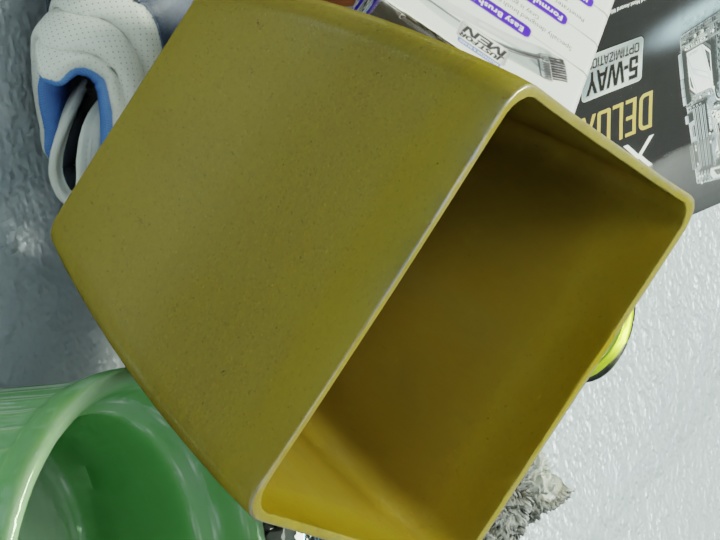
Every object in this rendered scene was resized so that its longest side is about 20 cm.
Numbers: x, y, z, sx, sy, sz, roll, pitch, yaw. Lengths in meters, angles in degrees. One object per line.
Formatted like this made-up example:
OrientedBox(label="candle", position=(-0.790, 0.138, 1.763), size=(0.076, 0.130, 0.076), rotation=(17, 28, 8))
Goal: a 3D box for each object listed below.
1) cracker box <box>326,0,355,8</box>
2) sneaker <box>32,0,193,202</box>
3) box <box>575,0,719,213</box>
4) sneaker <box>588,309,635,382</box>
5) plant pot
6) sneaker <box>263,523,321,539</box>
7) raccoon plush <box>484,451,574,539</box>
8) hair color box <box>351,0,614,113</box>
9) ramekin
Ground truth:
OrientedBox(label="cracker box", position=(0.036, -0.096, 1.592), size=(0.200, 0.057, 0.135), rotation=(53, 46, -46))
OrientedBox(label="sneaker", position=(-0.091, -0.064, 1.352), size=(0.147, 0.080, 0.201), rotation=(-49, 142, -30))
OrientedBox(label="box", position=(0.166, -0.105, 1.599), size=(0.199, 0.050, 0.159), rotation=(-22, 126, -30))
OrientedBox(label="sneaker", position=(0.124, -0.040, 1.734), size=(0.081, 0.074, 0.201), rotation=(26, 61, -48))
OrientedBox(label="plant pot", position=(-0.008, -0.011, 1.254), size=(0.201, 0.176, 0.200), rotation=(-57, 150, 4))
OrientedBox(label="sneaker", position=(-0.039, 0.163, 1.434), size=(0.082, 0.073, 0.201), rotation=(11, 79, -58))
OrientedBox(label="raccoon plush", position=(0.043, 0.160, 1.590), size=(0.201, 0.096, 0.134), rotation=(-65, 154, -11))
OrientedBox(label="hair color box", position=(0.064, -0.140, 1.426), size=(0.109, 0.065, 0.200), rotation=(33, 41, -9))
OrientedBox(label="ramekin", position=(-0.131, 0.142, 1.250), size=(0.200, 0.097, 0.201), rotation=(4, 85, -60))
